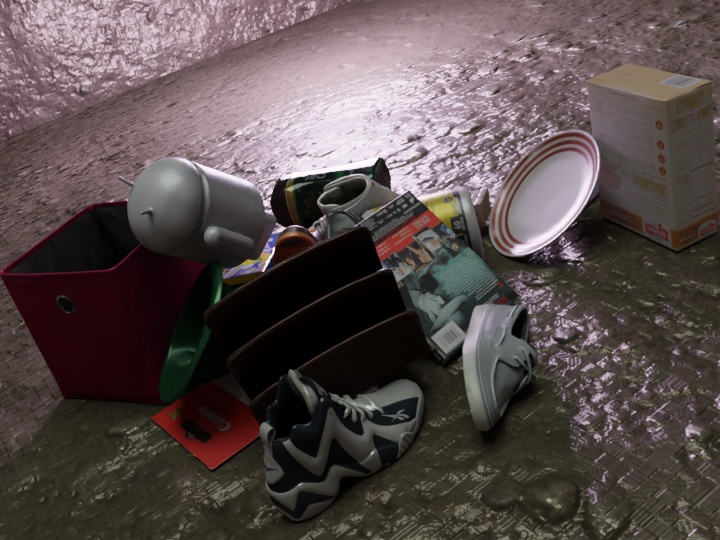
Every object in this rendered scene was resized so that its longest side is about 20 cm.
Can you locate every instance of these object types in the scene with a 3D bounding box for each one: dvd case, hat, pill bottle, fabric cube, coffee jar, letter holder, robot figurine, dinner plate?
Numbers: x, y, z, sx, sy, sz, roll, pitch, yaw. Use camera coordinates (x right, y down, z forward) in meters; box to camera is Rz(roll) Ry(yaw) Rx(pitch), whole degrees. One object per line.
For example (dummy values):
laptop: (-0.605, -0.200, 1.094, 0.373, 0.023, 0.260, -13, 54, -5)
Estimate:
dvd case: (0.078, 0.003, 0.996, 0.146, 0.022, 0.200, -35, 70, -31)
hat: (-0.123, 0.089, 0.971, 0.175, 0.202, 0.165, 22, -1, -23)
pill bottle: (0.063, -0.039, 1.112, 0.198, 0.112, 0.112, -14, 27, 5)
fabric cube: (-0.310, 0.037, 1.080, 0.194, 0.201, 0.200, -1, 31, 26)
coffee jar: (-0.051, -0.131, 1.373, 0.198, 0.086, 0.105, -8, 28, 17)
letter holder: (-0.046, 0.063, 0.857, 0.199, 0.143, 0.101, -29, 49, -6)
robot figurine: (-0.195, -0.068, 0.972, 0.169, 0.114, 0.199, 34, 12, 38)
dinner plate: (0.257, -0.104, 1.124, 0.200, 0.024, 0.201, -40, 33, 33)

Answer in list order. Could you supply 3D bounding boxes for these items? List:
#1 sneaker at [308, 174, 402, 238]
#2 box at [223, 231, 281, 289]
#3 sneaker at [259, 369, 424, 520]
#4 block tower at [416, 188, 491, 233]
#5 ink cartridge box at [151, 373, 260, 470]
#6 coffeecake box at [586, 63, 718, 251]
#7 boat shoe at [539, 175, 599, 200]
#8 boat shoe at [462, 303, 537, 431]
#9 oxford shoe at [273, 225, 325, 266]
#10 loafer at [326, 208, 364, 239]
sneaker: (-0.042, -0.079, 1.189, 0.199, 0.115, 0.074, -28, 58, 27)
box: (-0.144, 0.004, 1.162, 0.069, 0.065, 0.200, -11, 17, 8)
sneaker: (-0.021, 0.138, 0.806, 0.198, 0.131, 0.079, -30, 32, -24)
block tower: (0.096, -0.079, 1.230, 0.198, 0.054, 0.058, -4, 29, 24)
ink cartridge box: (-0.140, 0.134, 0.973, 0.199, 0.051, 0.160, -31, 30, -30)
coffeecake box: (0.376, -0.148, 1.045, 0.073, 0.202, 0.153, -23, 28, -14)
boat shoe: (0.325, -0.142, 1.220, 0.199, 0.074, 0.065, -34, 12, -30)
boat shoe: (0.152, 0.092, 0.863, 0.071, 0.071, 0.201, -10, 25, 18)
oxford shoe: (-0.077, -0.025, 1.072, 0.070, 0.200, 0.074, -8, 70, 3)
loafer: (0.000, 0.000, 1.016, 0.071, 0.063, 0.201, -28, 62, 14)
